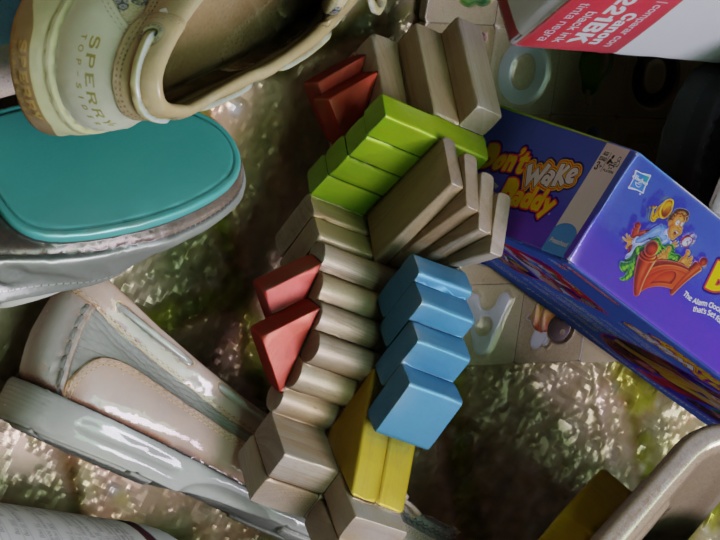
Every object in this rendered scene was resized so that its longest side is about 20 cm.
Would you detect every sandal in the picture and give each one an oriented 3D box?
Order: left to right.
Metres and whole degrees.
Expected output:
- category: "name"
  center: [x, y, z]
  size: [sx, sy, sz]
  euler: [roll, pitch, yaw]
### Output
- category: "sandal"
  center: [0.150, -0.051, 1.048]
  size: [0.200, 0.048, 0.076]
  euler: [11, 98, -63]

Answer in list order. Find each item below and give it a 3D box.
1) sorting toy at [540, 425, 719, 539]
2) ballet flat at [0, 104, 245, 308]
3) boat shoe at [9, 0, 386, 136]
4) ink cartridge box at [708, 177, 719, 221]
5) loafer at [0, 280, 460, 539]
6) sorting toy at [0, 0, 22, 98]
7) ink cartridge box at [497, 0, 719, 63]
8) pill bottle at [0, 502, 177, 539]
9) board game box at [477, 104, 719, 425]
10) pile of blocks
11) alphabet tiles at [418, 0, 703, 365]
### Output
- category: "sorting toy"
  center: [0.054, 0.140, 1.007]
  size: [0.200, 0.185, 0.036]
  euler: [-42, 79, -14]
- category: "ballet flat"
  center: [-0.134, -0.012, 0.888]
  size: [0.199, 0.068, 0.064]
  euler: [-12, 149, -31]
- category: "boat shoe"
  center: [-0.030, -0.096, 0.900]
  size: [0.200, 0.063, 0.073]
  euler: [-42, 130, -41]
- category: "ink cartridge box"
  center: [0.223, -0.004, 0.991]
  size: [0.084, 0.145, 0.200]
  euler: [-64, 158, -6]
- category: "loafer"
  center: [-0.035, 0.060, 0.971]
  size: [0.200, 0.072, 0.063]
  euler: [26, 82, -35]
- category: "sorting toy"
  center: [-0.144, -0.135, 0.850]
  size: [0.200, 0.036, 0.186]
  euler: [-16, 114, -30]
- category: "ink cartridge box"
  center: [0.134, -0.154, 0.967]
  size: [0.199, 0.084, 0.145]
  euler: [1, 64, -35]
- category: "pill bottle"
  center: [-0.114, 0.134, 0.910]
  size: [0.200, 0.109, 0.110]
  euler: [13, 97, -37]
- category: "board game box"
  center: [0.116, 0.013, 0.999]
  size: [0.200, 0.134, 0.045]
  euler: [35, 85, -32]
- category: "pile of blocks"
  center: [0.000, 0.000, 0.929]
  size: [0.062, 0.082, 0.201]
  euler: [20, 66, -31]
- category: "alphabet tiles"
  center: [0.085, -0.060, 1.054]
  size: [0.166, 0.006, 0.201]
  euler: [-1, 105, -35]
